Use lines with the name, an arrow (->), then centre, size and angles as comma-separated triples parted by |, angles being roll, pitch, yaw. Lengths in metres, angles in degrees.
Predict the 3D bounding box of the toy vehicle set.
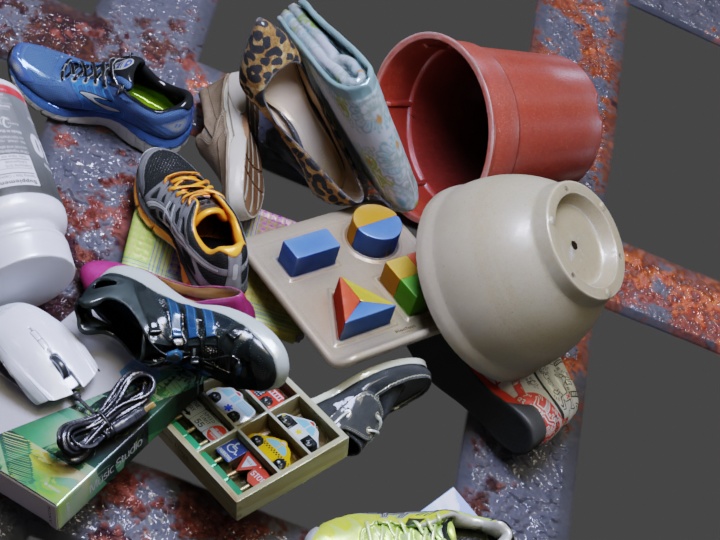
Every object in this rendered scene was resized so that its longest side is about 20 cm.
toy vehicle set -> -0.120, 0.127, 1.551 | 0.124, 0.027, 0.200 | -28, 52, -29

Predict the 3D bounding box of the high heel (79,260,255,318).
high heel -> -0.181, 0.018, 1.572 | 0.199, 0.096, 0.067 | 32, 50, 26

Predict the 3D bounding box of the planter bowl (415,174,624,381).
planter bowl -> 0.169, -0.008, 1.648 | 0.199, 0.134, 0.202 | 24, 56, -40

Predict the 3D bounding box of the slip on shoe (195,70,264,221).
slip on shoe -> -0.137, -0.125, 1.748 | 0.060, 0.076, 0.201 | -11, 50, 7

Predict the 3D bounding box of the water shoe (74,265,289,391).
water shoe -> -0.158, 0.066, 1.492 | 0.199, 0.072, 0.079 | 23, 37, 19

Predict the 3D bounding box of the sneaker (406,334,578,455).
sneaker -> 0.133, 0.091, 1.735 | 0.201, 0.067, 0.108 | 47, 41, 17

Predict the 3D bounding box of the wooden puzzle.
wooden puzzle -> 0.000, 0.000, 1.680 | 0.184, 0.047, 0.200 | -18, 49, -34

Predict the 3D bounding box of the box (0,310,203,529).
box -> -0.253, 0.123, 1.502 | 0.144, 0.037, 0.200 | 26, 48, 23

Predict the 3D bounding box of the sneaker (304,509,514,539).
sneaker -> 0.044, 0.239, 1.524 | 0.198, 0.077, 0.076 | 1, 56, -23

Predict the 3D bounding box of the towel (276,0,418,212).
towel -> -0.010, -0.173, 1.759 | 0.048, 0.172, 0.200 | -31, 41, -4

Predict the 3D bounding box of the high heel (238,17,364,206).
high heel -> -0.050, -0.156, 1.714 | 0.071, 0.201, 0.142 | -38, 57, -20

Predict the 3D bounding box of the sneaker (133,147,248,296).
sneaker -> -0.157, -0.053, 1.653 | 0.078, 0.078, 0.201 | -15, 54, -29

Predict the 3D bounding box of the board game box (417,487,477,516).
board game box -> 0.063, 0.307, 1.557 | 0.199, 0.037, 0.151 | -30, 72, -39

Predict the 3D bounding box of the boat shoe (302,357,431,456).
boat shoe -> -0.010, 0.145, 1.615 | 0.199, 0.072, 0.068 | -24, 60, -28

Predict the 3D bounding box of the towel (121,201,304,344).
towel -> -0.136, -0.010, 1.703 | 0.198, 0.023, 0.145 | 19, 51, -12

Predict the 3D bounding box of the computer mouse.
computer mouse -> -0.272, 0.081, 1.489 | 0.199, 0.044, 0.109 | 34, 52, 30

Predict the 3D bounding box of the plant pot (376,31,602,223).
plant pot -> 0.144, -0.156, 1.846 | 0.194, 0.201, 0.202 | -7, 59, -38

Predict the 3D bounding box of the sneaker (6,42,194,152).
sneaker -> -0.258, -0.192, 1.731 | 0.198, 0.089, 0.079 | 19, 49, -12

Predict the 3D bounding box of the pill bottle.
pill bottle -> -0.338, -0.069, 1.586 | 0.113, 0.114, 0.201 | -9, 61, -31
